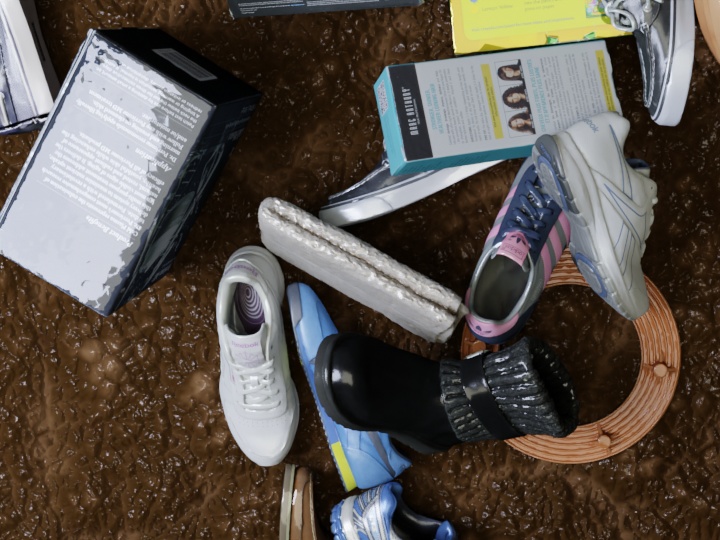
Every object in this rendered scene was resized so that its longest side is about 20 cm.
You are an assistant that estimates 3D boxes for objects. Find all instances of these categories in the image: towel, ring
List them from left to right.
[{"bbox_3d":[0.000,0.000,1.209,0.198,0.133,0.035,29,79,3],"label":"towel"},{"bbox_3d":[0.189,0.078,1.256,0.197,0.019,0.203,1,100,8],"label":"ring"}]

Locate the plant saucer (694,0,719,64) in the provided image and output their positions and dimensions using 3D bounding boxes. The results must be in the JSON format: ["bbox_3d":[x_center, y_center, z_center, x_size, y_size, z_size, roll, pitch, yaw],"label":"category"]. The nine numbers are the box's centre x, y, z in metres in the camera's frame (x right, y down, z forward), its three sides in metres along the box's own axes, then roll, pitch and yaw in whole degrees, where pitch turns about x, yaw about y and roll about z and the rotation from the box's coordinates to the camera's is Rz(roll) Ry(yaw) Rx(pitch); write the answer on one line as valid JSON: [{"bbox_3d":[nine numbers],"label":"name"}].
[{"bbox_3d":[0.314,-0.238,1.111,0.037,0.199,0.203,1,102,39],"label":"plant saucer"}]

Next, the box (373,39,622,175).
[{"bbox_3d":[0.116,-0.136,1.167,0.197,0.049,0.083,-9,81,-14],"label":"box"}]

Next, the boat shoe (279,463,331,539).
[{"bbox_3d":[-0.041,0.274,1.299,0.067,0.072,0.203,0,109,3],"label":"boat shoe"}]

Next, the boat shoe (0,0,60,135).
[{"bbox_3d":[-0.337,-0.215,1.248,0.092,0.075,0.203,-15,98,2],"label":"boat shoe"}]

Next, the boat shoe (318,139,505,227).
[{"bbox_3d":[0.048,-0.098,1.218,0.198,0.072,0.068,-24,93,6],"label":"boat shoe"}]

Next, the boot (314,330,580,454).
[{"bbox_3d":[0.076,0.095,1.175,0.156,0.210,0.081,-13,65,36],"label":"boot"}]

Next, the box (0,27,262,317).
[{"bbox_3d":[-0.195,-0.091,1.187,0.123,0.200,0.198,31,102,1],"label":"box"}]

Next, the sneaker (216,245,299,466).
[{"bbox_3d":[-0.102,0.084,1.256,0.074,0.100,0.203,-6,100,6],"label":"sneaker"}]

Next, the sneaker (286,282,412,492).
[{"bbox_3d":[-0.010,0.099,1.268,0.078,0.066,0.202,-20,97,0],"label":"sneaker"}]

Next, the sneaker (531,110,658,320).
[{"bbox_3d":[0.215,-0.042,1.164,0.086,0.075,0.201,-30,125,-7],"label":"sneaker"}]

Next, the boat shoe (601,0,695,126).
[{"bbox_3d":[0.226,-0.216,1.099,0.067,0.074,0.202,-1,100,0],"label":"boat shoe"}]

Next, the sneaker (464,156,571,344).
[{"bbox_3d":[0.146,-0.031,1.200,0.069,0.082,0.202,20,90,13],"label":"sneaker"}]

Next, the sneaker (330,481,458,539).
[{"bbox_3d":[0.062,0.276,1.266,0.085,0.077,0.200,-38,98,24],"label":"sneaker"}]

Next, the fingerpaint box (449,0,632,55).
[{"bbox_3d":[0.169,-0.276,1.170,0.197,0.073,0.169,-6,99,6],"label":"fingerpaint box"}]

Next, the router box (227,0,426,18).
[{"bbox_3d":[-0.035,-0.294,1.146,0.198,0.062,0.152,3,121,32],"label":"router box"}]
